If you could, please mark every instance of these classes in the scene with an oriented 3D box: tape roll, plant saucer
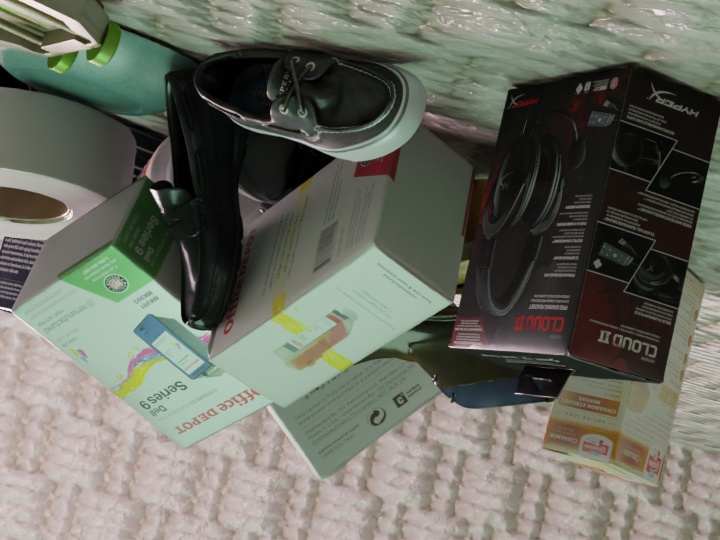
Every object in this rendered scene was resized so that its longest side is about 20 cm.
[{"bbox_3d":[-0.290,-0.087,1.528,0.201,0.071,0.203,4,165,1],"label":"tape roll"},{"bbox_3d":[-0.215,-0.157,1.429,0.200,0.039,0.201,15,172,2],"label":"plant saucer"}]

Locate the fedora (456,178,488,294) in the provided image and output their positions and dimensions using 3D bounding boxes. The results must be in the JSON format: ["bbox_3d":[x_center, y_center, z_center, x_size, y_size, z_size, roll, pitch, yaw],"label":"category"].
[{"bbox_3d":[0.119,-0.032,1.430,0.200,0.082,0.201,-10,175,-1],"label":"fedora"}]

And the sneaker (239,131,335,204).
[{"bbox_3d":[-0.010,-0.070,1.481,0.200,0.084,0.121,11,-178,-42],"label":"sneaker"}]

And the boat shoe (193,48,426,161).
[{"bbox_3d":[-0.042,-0.124,1.259,0.066,0.070,0.200,20,179,-43],"label":"boat shoe"}]

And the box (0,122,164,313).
[{"bbox_3d":[-0.231,-0.029,1.779,0.200,0.199,0.123,21,173,-38],"label":"box"}]

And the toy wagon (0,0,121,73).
[{"bbox_3d":[-0.265,-0.187,1.284,0.155,0.040,0.200,24,169,-31],"label":"toy wagon"}]

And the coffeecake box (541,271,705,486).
[{"bbox_3d":[0.247,0.087,1.693,0.073,0.201,0.153,11,171,27],"label":"coffeecake box"}]

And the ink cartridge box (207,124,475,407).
[{"bbox_3d":[-0.015,-0.006,1.389,0.083,0.146,0.200,35,133,-25],"label":"ink cartridge box"}]

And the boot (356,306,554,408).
[{"bbox_3d":[0.059,0.072,1.423,0.199,0.097,0.075,-15,173,27],"label":"boot"}]

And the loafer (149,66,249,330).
[{"bbox_3d":[-0.127,-0.054,1.389,0.070,0.202,0.068,1,-172,-24],"label":"loafer"}]

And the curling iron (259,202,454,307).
[{"bbox_3d":[0.000,0.000,1.507,0.200,0.026,0.050,31,165,6],"label":"curling iron"}]

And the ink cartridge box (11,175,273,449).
[{"bbox_3d":[-0.159,0.039,1.498,0.145,0.088,0.200,-28,121,39],"label":"ink cartridge box"}]

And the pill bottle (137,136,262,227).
[{"bbox_3d":[-0.139,-0.071,1.629,0.113,0.113,0.200,16,171,-11],"label":"pill bottle"}]

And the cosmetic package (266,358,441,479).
[{"bbox_3d":[-0.042,0.051,1.707,0.165,0.165,0.200,58,175,-30],"label":"cosmetic package"}]

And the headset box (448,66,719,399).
[{"bbox_3d":[0.138,-0.016,1.157,0.077,0.201,0.149,18,173,-25],"label":"headset box"}]

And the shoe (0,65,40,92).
[{"bbox_3d":[-0.298,-0.141,1.579,0.200,0.072,0.091,26,170,-41],"label":"shoe"}]

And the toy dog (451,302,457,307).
[{"bbox_3d":[0.076,-0.023,1.612,0.132,0.096,0.200,59,175,-28],"label":"toy dog"}]
